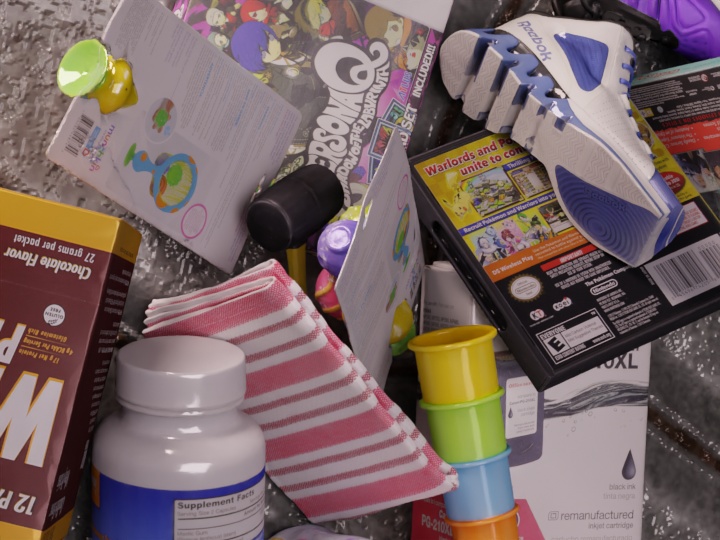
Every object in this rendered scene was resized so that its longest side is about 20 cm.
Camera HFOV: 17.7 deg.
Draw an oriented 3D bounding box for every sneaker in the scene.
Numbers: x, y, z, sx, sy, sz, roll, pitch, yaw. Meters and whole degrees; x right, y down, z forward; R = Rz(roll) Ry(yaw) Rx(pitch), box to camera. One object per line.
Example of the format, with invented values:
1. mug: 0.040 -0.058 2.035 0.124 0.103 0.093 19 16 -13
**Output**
1. sneaker: 0.186 -0.191 1.625 0.100 0.070 0.200 -44 105 -8
2. sneaker: 0.159 -0.110 1.560 0.115 0.081 0.199 -34 73 -33

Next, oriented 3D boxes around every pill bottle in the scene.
1. pill bottle: -0.116 0.148 1.469 0.111 0.112 0.201 -6 107 -23

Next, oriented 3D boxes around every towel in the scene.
1. towel: -0.038 0.082 1.502 0.200 0.146 0.030 50 52 -19

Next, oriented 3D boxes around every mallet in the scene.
1. mallet: -0.035 0.023 1.529 0.066 0.041 0.201 -44 140 -41

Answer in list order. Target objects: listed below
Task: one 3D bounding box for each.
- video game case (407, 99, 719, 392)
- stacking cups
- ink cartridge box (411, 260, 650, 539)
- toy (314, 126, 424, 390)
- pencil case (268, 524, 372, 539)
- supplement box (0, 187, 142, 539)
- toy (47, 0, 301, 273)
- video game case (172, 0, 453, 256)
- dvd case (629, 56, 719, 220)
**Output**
1. video game case: 0.148 -0.028 1.568 0.199 0.026 0.181 -22 68 -32
2. stacking cups: 0.074 0.139 1.518 0.060 0.060 0.201 -14 102 -22
3. ink cartridge box: 0.118 0.097 1.600 0.144 0.084 0.201 1 93 -23
4. toy: 0.000 0.000 1.490 0.047 0.200 0.116 13 67 17
5. pencil case: 0.003 0.212 1.499 0.090 0.200 0.084 8 84 -31
6. supplement box: -0.221 0.055 1.368 0.132 0.197 0.201 14 88 -2
7. toy: -0.123 -0.089 1.436 0.200 0.047 0.116 36 76 -57
8. video game case: -0.047 -0.121 1.538 0.180 0.036 0.201 20 86 -22
9. dvd case: 0.273 -0.057 1.628 0.022 0.146 0.201 -39 108 -34
